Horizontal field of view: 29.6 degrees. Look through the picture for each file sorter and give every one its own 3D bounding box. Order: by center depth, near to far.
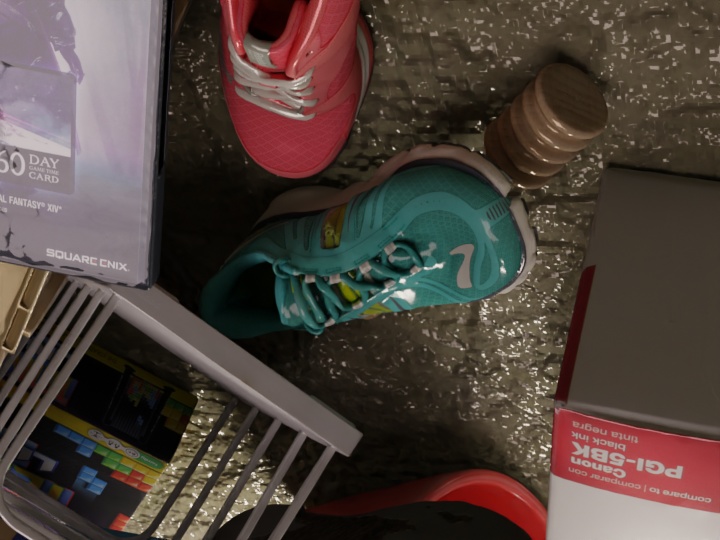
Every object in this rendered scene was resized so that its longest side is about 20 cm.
[{"bbox_3d":[-0.114,0.083,0.694,0.138,0.125,0.200,36,170,-17],"label":"file sorter"}]

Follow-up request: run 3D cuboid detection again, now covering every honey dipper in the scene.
[{"bbox_3d":[0.046,-0.027,0.650,0.038,0.038,0.200,31,142,-11],"label":"honey dipper"}]

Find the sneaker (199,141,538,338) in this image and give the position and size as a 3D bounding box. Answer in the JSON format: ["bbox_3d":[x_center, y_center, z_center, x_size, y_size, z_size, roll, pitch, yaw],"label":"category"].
[{"bbox_3d":[0.000,0.000,0.624,0.199,0.080,0.078,-15,109,49],"label":"sneaker"}]

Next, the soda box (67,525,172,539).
[{"bbox_3d":[-0.134,0.201,0.804,0.199,0.064,0.068,-8,121,53],"label":"soda box"}]

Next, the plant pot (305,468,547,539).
[{"bbox_3d":[0.008,0.223,0.820,0.176,0.202,0.201,-8,132,43],"label":"plant pot"}]

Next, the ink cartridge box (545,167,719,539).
[{"bbox_3d":[0.135,0.078,0.634,0.082,0.148,0.202,9,137,13],"label":"ink cartridge box"}]

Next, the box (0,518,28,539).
[{"bbox_3d":[-0.107,0.212,0.688,0.198,0.032,0.122,29,140,10],"label":"box"}]

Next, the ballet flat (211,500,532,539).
[{"bbox_3d":[0.005,0.148,0.669,0.198,0.067,0.047,-6,113,39],"label":"ballet flat"}]

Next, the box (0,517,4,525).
[{"bbox_3d":[-0.277,0.135,0.748,0.148,0.104,0.200,48,153,10],"label":"box"}]

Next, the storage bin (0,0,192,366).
[{"bbox_3d":[-0.204,-0.083,0.607,0.198,0.094,0.200,27,122,-7],"label":"storage bin"}]

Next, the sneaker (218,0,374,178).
[{"bbox_3d":[-0.035,-0.103,0.560,0.073,0.087,0.201,16,139,7],"label":"sneaker"}]

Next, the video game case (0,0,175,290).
[{"bbox_3d":[-0.142,-0.093,0.525,0.141,0.019,0.202,11,122,3],"label":"video game case"}]

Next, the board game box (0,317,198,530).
[{"bbox_3d":[-0.223,0.094,0.869,0.198,0.057,0.166,28,137,-8],"label":"board game box"}]
